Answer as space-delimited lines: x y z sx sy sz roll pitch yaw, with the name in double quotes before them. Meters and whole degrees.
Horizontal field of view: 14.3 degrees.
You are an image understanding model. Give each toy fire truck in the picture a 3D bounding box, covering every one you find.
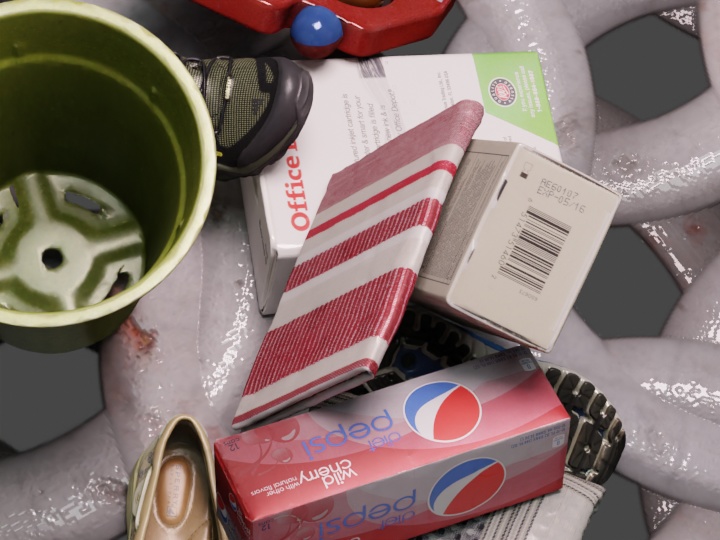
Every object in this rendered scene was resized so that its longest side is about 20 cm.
"toy fire truck" -0.041 -0.199 1.877 0.199 0.112 0.168 27 38 6

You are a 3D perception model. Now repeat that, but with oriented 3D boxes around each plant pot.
"plant pot" -0.189 -0.035 1.725 0.199 0.190 0.201 1 72 -5

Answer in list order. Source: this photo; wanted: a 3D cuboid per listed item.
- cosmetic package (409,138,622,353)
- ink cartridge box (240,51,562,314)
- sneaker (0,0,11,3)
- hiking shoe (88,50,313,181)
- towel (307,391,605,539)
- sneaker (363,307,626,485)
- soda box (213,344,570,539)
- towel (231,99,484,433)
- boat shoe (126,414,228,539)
"cosmetic package" 0.076 -0.018 1.692 0.073 0.200 0.104 26 89 -12
"ink cartridge box" 0.025 -0.058 1.853 0.199 0.084 0.146 -3 61 -12
"sneaker" -0.242 -0.142 1.854 0.113 0.076 0.201 -10 60 -13
"hiking shoe" -0.125 -0.103 1.787 0.199 0.101 0.076 -7 68 33
"towel" 0.022 0.167 1.659 0.192 0.035 0.200 21 54 12
"sneaker" 0.078 0.073 1.787 0.199 0.089 0.079 31 93 -17
"soda box" 0.018 0.112 1.645 0.199 0.070 0.064 -17 51 -16
"towel" 0.000 0.000 1.684 0.023 0.144 0.201 36 55 -20
"boat shoe" -0.110 0.184 1.698 0.073 0.063 0.201 -1 61 -12
